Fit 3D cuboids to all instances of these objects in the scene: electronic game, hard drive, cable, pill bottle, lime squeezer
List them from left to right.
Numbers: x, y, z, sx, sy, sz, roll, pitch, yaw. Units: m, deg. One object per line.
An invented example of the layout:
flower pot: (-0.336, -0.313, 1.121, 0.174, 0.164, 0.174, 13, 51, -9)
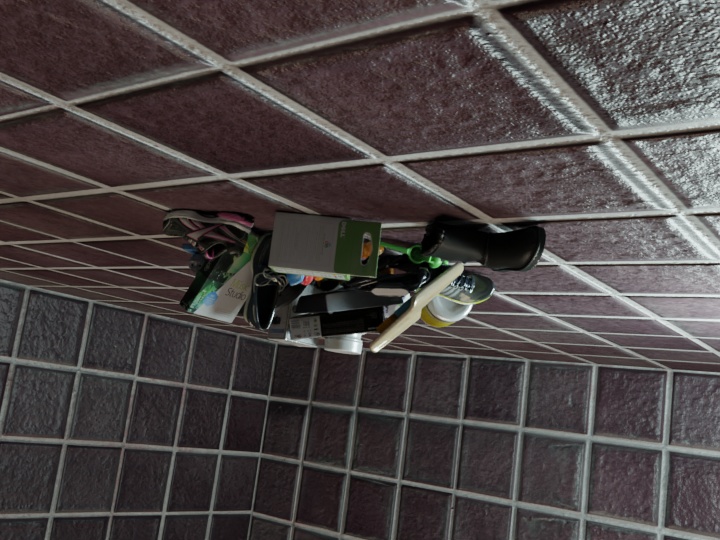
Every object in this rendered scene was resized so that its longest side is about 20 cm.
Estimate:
electronic game: (-0.200, 0.030, 1.774, 0.199, 0.200, 0.042, 0, 132, 35)
pill bottle: (-0.030, 0.095, 1.912, 0.119, 0.201, 0.120, 7, 170, 1)
hard drive: (-0.023, 0.063, 1.669, 0.199, 0.043, 0.135, -5, 179, -38)
cable: (0.046, 0.003, 1.614, 0.199, 0.051, 0.163, -1, -157, 18)
lime squeezer: (0.119, -0.035, 1.593, 0.199, 0.038, 0.071, 14, -161, -35)
pill bottle: (0.191, 0.074, 1.884, 0.111, 0.113, 0.200, 9, 169, -5)

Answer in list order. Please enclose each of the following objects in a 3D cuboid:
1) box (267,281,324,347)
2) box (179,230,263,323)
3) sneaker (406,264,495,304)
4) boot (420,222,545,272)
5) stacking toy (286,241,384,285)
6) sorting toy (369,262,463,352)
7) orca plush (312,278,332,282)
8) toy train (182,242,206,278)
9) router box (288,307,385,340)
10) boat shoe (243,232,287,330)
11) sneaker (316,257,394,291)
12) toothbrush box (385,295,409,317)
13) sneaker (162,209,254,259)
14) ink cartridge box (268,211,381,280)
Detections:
box: (-0.146, 0.073, 1.882, 0.060, 0.201, 0.116, -3, 164, 40)
box: (-0.267, 0.008, 1.647, 0.036, 0.201, 0.144, 35, -174, 32)
sneaker: (0.200, 0.027, 1.748, 0.199, 0.074, 0.081, 7, 166, -6)
boot: (0.200, -0.046, 1.353, 0.162, 0.074, 0.198, 14, 169, -13)
stacking toy: (-0.048, -0.032, 1.579, 0.199, 0.110, 0.116, -5, 175, -17)
sorting toy: (0.111, 0.072, 1.654, 0.185, 0.036, 0.200, -34, 166, -43)
orca plush: (-0.069, -0.031, 1.714, 0.199, 0.071, 0.106, 3, 125, 1)
toy train: (-0.308, -0.026, 1.699, 0.086, 0.115, 0.200, 5, 170, 13)
router box: (-0.047, 0.114, 1.760, 0.199, 0.051, 0.149, -6, 180, 6)
boat shoe: (-0.193, 0.024, 1.640, 0.075, 0.201, 0.062, 11, -171, -37)
sneaker: (0.000, 0.000, 1.789, 0.199, 0.076, 0.092, -4, -173, 37)
toothbrush box: (0.014, 0.072, 2.048, 0.199, 0.087, 0.146, 3, 176, 16)
sneaker: (-0.305, -0.066, 1.553, 0.199, 0.087, 0.080, 2, 167, 29)
ink cartridge box: (-0.062, -0.042, 1.458, 0.199, 0.105, 0.059, 6, 170, 8)
